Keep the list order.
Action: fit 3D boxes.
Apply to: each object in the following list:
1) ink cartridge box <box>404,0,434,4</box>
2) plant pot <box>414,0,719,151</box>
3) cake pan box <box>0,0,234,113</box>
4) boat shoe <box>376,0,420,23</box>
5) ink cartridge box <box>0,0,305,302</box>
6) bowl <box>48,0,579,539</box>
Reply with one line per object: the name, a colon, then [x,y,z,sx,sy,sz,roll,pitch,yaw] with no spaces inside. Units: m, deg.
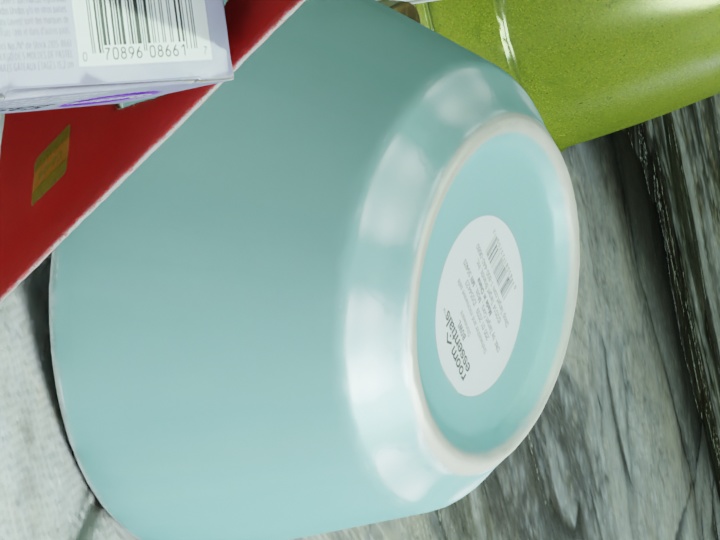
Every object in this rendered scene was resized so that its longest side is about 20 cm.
ink cartridge box: [0.050,-0.236,1.232,0.200,0.146,0.147,-80,156,-47]
plant pot: [0.141,-0.159,1.416,0.200,0.193,0.201,-8,90,-73]
cake pan box: [-0.120,-0.124,0.634,0.200,0.052,0.184,-10,93,-43]
boat shoe: [-0.020,-0.068,1.088,0.201,0.063,0.073,-33,129,-75]
ink cartridge box: [-0.059,-0.113,0.749,0.045,0.200,0.176,24,48,-25]
bowl: [0.000,0.000,0.921,0.201,0.105,0.201,-20,113,-57]
